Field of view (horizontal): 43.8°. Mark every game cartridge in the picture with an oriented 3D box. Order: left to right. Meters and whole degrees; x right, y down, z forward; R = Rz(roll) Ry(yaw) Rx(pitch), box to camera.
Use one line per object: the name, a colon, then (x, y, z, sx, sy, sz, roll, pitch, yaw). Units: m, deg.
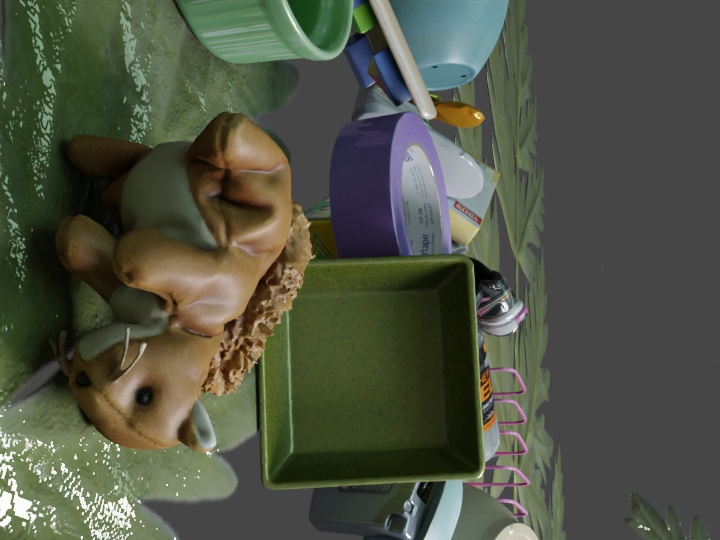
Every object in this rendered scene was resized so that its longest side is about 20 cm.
game cartridge: (0.029, 0.170, 0.890, 0.042, 0.133, 0.201, 49, 50, -28)

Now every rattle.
rattle: (0.099, -0.284, 1.229, 0.130, 0.142, 0.201, 48, 44, -32)

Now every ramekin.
ramekin: (-0.086, -0.272, 0.755, 0.200, 0.097, 0.202, -6, 90, -70)

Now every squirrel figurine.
squirrel figurine: (-0.105, 0.024, 0.578, 0.200, 0.140, 0.188, 37, 57, -61)

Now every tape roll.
tape roll: (0.036, -0.058, 0.921, 0.200, 0.065, 0.202, -7, 90, -69)

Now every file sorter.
file sorter: (0.178, 0.254, 1.314, 0.139, 0.124, 0.202, 49, 40, -59)

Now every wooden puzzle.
wooden puzzle: (0.002, -0.261, 0.970, 0.186, 0.046, 0.200, 61, -2, -30)

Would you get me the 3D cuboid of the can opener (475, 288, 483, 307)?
can opener: (0.075, 0.093, 1.043, 0.200, 0.063, 0.079, -46, 173, -13)

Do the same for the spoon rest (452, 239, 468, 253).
spoon rest: (0.072, -0.020, 1.157, 0.200, 0.099, 0.061, 12, 59, -59)

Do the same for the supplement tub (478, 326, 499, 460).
supplement tub: (0.106, 0.144, 1.148, 0.123, 0.122, 0.202, -48, 130, -64)

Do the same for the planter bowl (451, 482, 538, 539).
planter bowl: (0.125, 0.344, 1.027, 0.199, 0.134, 0.202, 5, 83, -45)

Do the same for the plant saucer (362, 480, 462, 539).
plant saucer: (0.049, 0.264, 0.894, 0.201, 0.036, 0.200, -59, -174, 11)

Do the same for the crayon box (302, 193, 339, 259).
crayon box: (0.000, 0.000, 0.983, 0.200, 0.058, 0.174, -46, 126, -64)

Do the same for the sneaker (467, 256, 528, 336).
sneaker: (0.138, 0.017, 1.192, 0.080, 0.199, 0.087, -41, 118, -25)

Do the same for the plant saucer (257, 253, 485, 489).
plant saucer: (0.007, 0.090, 0.817, 0.048, 0.198, 0.202, 114, -26, -82)

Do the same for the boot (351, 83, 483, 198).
boot: (0.078, -0.176, 1.129, 0.199, 0.073, 0.096, 31, 45, -26)

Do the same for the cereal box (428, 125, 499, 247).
cereal box: (0.112, -0.124, 1.230, 0.040, 0.143, 0.200, -55, -179, 32)

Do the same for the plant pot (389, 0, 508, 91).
plant pot: (0.091, -0.300, 1.097, 0.200, 0.199, 0.136, 18, 65, -69)
